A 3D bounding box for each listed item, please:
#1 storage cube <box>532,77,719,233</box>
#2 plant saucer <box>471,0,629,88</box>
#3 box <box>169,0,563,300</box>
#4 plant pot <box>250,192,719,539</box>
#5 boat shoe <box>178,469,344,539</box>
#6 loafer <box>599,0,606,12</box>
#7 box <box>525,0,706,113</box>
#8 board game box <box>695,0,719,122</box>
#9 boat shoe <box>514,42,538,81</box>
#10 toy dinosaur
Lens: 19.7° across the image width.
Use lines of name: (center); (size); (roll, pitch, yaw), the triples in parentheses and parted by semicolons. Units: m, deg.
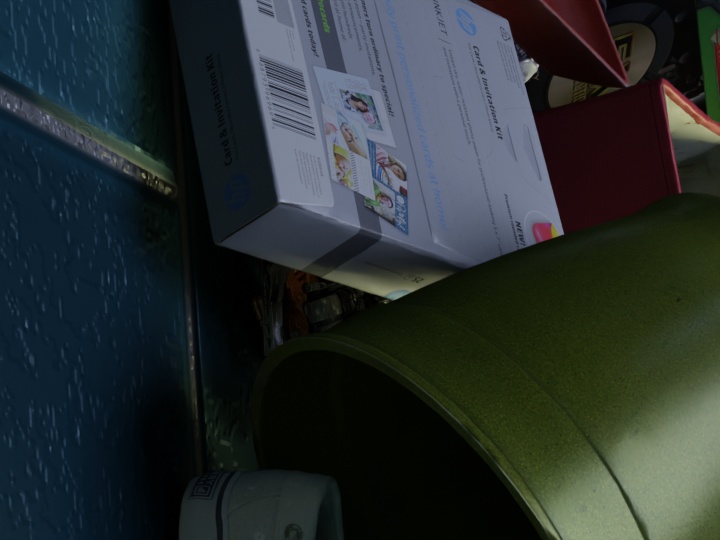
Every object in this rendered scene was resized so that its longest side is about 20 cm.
storage cube: (0.113, 0.024, 1.082); (0.171, 0.179, 0.201); (19, 61, -63)
plant saucer: (0.054, -0.203, 1.086); (0.199, 0.037, 0.201); (36, 31, -46)
box: (0.007, -0.065, 0.888); (0.199, 0.041, 0.157); (16, 53, -46)
plant pot: (0.092, 0.068, 0.830); (0.192, 0.200, 0.201); (-33, 121, -29)
boat shoe: (-0.009, 0.173, 0.807); (0.075, 0.086, 0.203); (-30, 112, -72)
loafer: (0.087, -0.196, 1.277); (0.199, 0.072, 0.063); (9, 68, -51)
box: (0.157, -0.088, 1.370); (0.086, 0.163, 0.201); (50, 36, -62)
board game box: (0.249, -0.093, 1.345); (0.200, 0.029, 0.135); (46, 38, -65)
boat shoe: (0.067, -0.127, 1.153); (0.074, 0.065, 0.200); (54, 53, -34)
toy dinosaur: (0.000, 0.000, 0.933); (0.135, 0.102, 0.201); (19, 85, -54)
